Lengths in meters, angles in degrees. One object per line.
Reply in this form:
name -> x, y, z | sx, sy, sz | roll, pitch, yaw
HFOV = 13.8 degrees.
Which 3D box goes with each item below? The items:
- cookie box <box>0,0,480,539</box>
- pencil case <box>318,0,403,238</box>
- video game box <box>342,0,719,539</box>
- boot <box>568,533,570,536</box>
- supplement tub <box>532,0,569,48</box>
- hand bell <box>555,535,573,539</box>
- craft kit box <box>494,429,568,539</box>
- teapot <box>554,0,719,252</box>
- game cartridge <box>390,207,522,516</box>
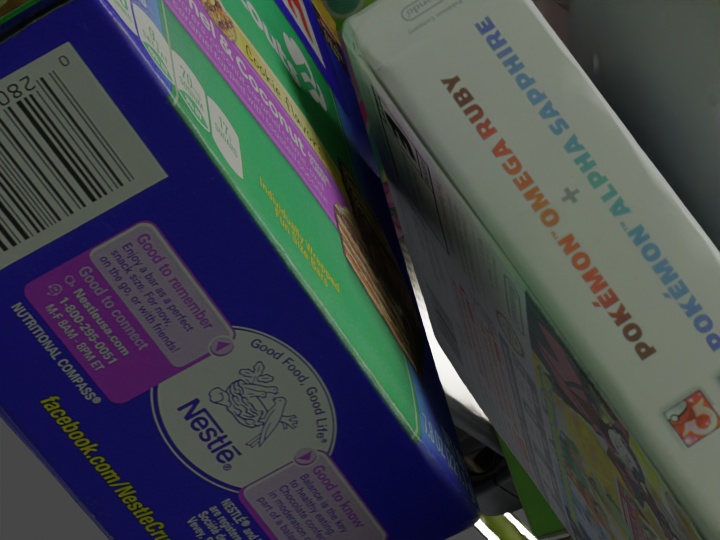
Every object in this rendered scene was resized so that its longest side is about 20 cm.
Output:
cookie box -> -0.057, -0.043, 0.674 | 0.171, 0.075, 0.201 | 54, 12, -38
pencil case -> -0.029, -0.104, 0.830 | 0.200, 0.087, 0.087 | 53, 11, -2
video game box -> 0.071, 0.040, 0.720 | 0.183, 0.047, 0.200 | 58, -5, 22
boot -> 0.105, 0.074, 1.152 | 0.201, 0.073, 0.155 | 58, 7, -31
supplement tub -> 0.125, -0.115, 0.946 | 0.141, 0.140, 0.200 | 59, 22, -9
hand bell -> 0.126, 0.180, 1.004 | 0.104, 0.103, 0.201 | 18, 57, -74
craft kit box -> 0.062, -0.042, 0.990 | 0.201, 0.048, 0.198 | 70, 22, -14
teapot -> 0.125, -0.041, 0.765 | 0.196, 0.146, 0.201 | 24, 49, -13
game cartridge -> 0.000, 0.000, 0.943 | 0.200, 0.040, 0.134 | 37, 30, -65
